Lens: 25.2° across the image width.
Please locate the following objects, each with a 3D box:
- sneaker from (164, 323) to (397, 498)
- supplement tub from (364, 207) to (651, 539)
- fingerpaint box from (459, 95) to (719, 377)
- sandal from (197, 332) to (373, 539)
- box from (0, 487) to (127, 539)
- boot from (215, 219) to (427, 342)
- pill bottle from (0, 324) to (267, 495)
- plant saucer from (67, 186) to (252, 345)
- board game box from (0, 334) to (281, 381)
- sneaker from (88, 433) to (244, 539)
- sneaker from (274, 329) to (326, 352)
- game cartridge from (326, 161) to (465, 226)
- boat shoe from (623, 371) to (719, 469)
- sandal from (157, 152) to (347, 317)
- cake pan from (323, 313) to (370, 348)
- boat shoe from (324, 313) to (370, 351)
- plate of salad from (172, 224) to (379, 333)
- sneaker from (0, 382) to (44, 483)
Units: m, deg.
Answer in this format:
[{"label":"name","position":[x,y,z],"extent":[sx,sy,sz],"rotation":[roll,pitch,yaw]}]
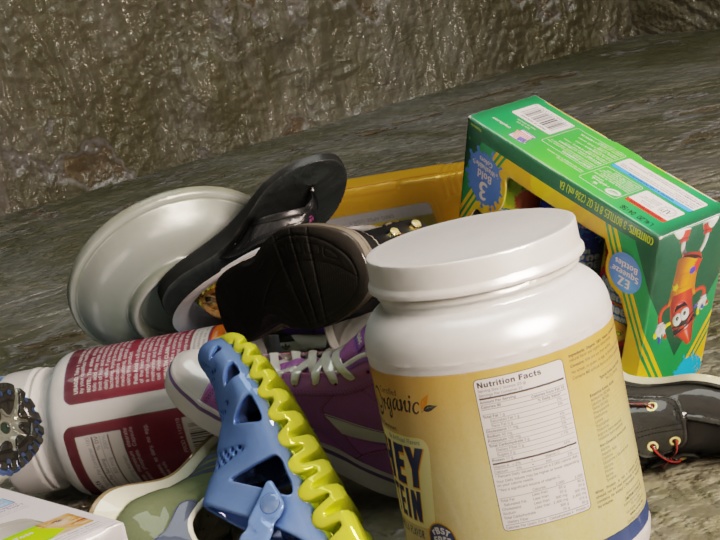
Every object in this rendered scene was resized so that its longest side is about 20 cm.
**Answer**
[{"label":"sneaker","position":[-0.030,0.068,1.089],"extent":[0.199,0.115,0.073],"rotation":[17,34,4]},{"label":"supplement tub","position":[0.082,0.076,0.925],"extent":[0.144,0.201,0.144],"rotation":[-12,11,2]},{"label":"fingerpaint box","position":[0.156,-0.006,1.156],"extent":[0.073,0.168,0.200],"rotation":[-19,40,-31]},{"label":"sandal","position":[-0.063,0.124,0.996],"extent":[0.087,0.080,0.200],"rotation":[-30,54,0]},{"label":"box","position":[-0.220,0.195,0.921],"extent":[0.112,0.102,0.200],"rotation":[-20,14,-36]},{"label":"boot","position":[0.000,0.000,1.152],"extent":[0.150,0.074,0.200],"rotation":[-13,-7,-33]},{"label":"pill bottle","position":[-0.171,0.110,1.242],"extent":[0.199,0.115,0.114],"rotation":[-10,12,10]},{"label":"plant saucer","position":[-0.158,0.015,1.434],"extent":[0.199,0.201,0.050],"rotation":[-16,50,-15]},{"label":"board game box","position":[-0.184,0.093,1.402],"extent":[0.198,0.044,0.200],"rotation":[-11,-4,10]},{"label":"sneaker","position":[-0.088,0.159,1.073],"extent":[0.089,0.067,0.200],"rotation":[13,18,29]},{"label":"sneaker","position":[-0.036,0.021,1.550],"extent":[0.199,0.100,0.070],"rotation":[-9,14,19]},{"label":"game cartridge","position":[0.046,-0.006,1.421],"extent":[0.199,0.177,0.032],"rotation":[-7,32,25]},{"label":"boat shoe","position":[0.193,0.101,1.046],"extent":[0.201,0.074,0.063],"rotation":[7,59,31]},{"label":"sandal","position":[-0.083,-0.019,1.367],"extent":[0.200,0.075,0.048],"rotation":[-41,48,12]},{"label":"cake pan","position":[0.069,0.056,1.241],"extent":[0.199,0.037,0.201],"rotation":[4,35,-3]},{"label":"boat shoe","position":[-0.007,0.073,1.301],"extent":[0.070,0.091,0.200],"rotation":[-9,12,20]},{"label":"plate of salad","position":[-0.060,0.019,1.350],"extent":[0.199,0.048,0.200],"rotation":[-22,-17,-7]},{"label":"sneaker","position":[-0.304,0.159,1.130],"extent":[0.085,0.077,0.200],"rotation":[-29,8,34]}]
